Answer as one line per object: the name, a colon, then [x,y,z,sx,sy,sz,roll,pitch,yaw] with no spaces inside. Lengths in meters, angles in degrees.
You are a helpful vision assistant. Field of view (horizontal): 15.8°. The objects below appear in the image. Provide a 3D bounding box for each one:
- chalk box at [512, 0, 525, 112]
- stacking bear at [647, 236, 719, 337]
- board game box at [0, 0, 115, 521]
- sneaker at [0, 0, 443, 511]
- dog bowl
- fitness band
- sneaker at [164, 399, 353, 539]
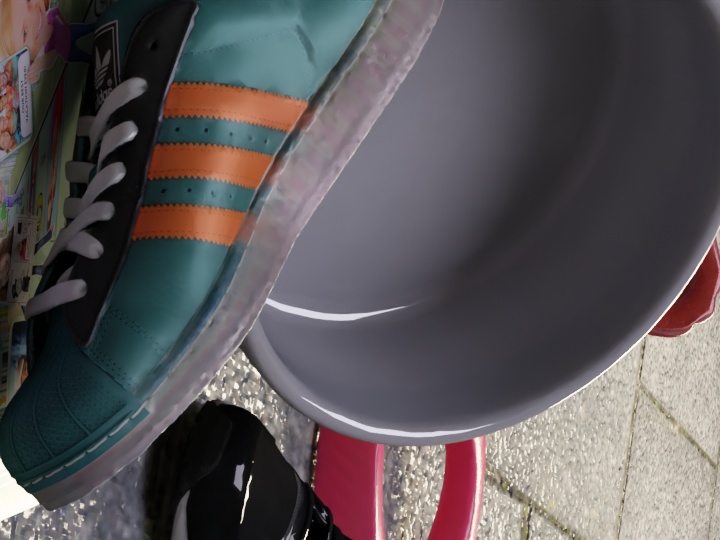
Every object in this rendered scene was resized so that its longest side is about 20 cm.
chalk box: [0.048,-0.153,0.978,0.200,0.124,0.124,-36,136,-33]
stacking bear: [0.067,-0.037,1.093,0.200,0.113,0.122,170,-64,-70]
board game box: [-0.107,-0.030,0.712,0.135,0.029,0.201,-19,114,-74]
sneaker: [-0.056,-0.029,0.733,0.071,0.080,0.200,-22,-147,59]
dog bowl: [0.030,-0.044,0.888,0.079,0.199,0.201,49,-28,48]
fitness band: [0.018,0.099,1.198,0.200,0.037,0.144,72,31,-54]
sneaker: [-0.013,0.117,0.987,0.200,0.087,0.076,74,27,-52]
